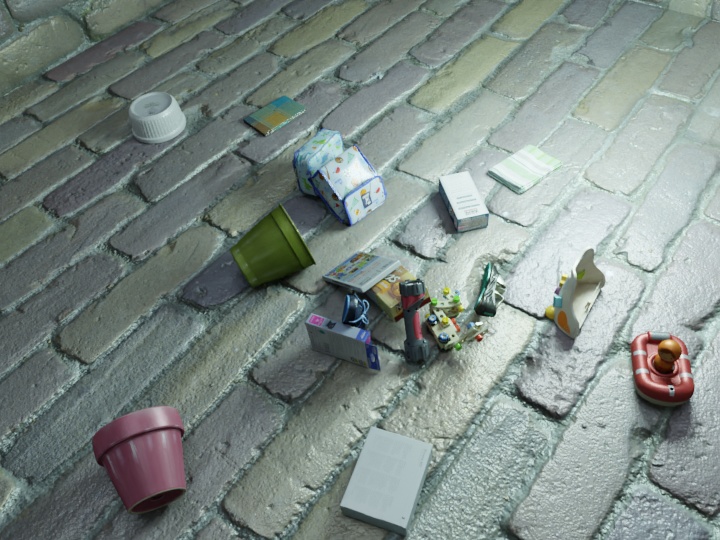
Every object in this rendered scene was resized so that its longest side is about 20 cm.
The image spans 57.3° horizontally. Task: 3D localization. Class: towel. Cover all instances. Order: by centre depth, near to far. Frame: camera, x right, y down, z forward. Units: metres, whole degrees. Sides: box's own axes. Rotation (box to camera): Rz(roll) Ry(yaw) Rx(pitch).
[{"bbox_3d":[0.529,-0.334,2.122,0.200,0.031,0.149,-33,54,-22],"label":"towel"},{"bbox_3d":[-0.315,-0.574,2.441,0.200,0.022,0.147,-38,54,-22],"label":"towel"}]

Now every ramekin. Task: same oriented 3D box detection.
[{"bbox_3d":[-0.754,-0.570,2.431,0.199,0.105,0.201,-3,48,3],"label":"ramekin"}]

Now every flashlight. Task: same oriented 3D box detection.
[{"bbox_3d":[0.141,0.123,1.655,0.068,0.201,0.068,0,15,42],"label":"flashlight"}]

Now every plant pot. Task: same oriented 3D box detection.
[{"bbox_3d":[-0.476,0.428,1.466,0.199,0.200,0.180,-21,65,-12],"label":"plant pot"},{"bbox_3d":[-0.258,-0.054,1.872,0.192,0.201,0.201,-31,51,-6],"label":"plant pot"}]

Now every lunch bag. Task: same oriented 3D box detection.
[{"bbox_3d":[-0.030,-0.258,2.034,0.170,0.124,0.200,-38,97,-25],"label":"lunch bag"},{"bbox_3d":[-0.132,-0.346,2.124,0.082,0.161,0.200,17,50,27],"label":"lunch bag"}]

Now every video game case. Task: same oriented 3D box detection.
[{"bbox_3d":[0.000,0.000,1.835,0.143,0.018,0.200,-36,28,-24],"label":"video game case"}]

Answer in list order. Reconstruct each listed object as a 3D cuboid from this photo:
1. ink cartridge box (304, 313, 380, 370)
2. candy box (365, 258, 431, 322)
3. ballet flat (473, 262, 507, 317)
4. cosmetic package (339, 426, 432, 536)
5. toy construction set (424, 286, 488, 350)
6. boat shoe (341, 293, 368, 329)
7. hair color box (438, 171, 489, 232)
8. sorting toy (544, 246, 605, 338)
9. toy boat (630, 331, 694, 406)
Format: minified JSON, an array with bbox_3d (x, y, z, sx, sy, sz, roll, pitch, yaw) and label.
[{"bbox_3d":[-0.038,0.182,1.667,0.199,0.120,0.042,18,54,21],"label":"ink cartridge box"},{"bbox_3d":[0.090,0.049,1.770,0.115,0.055,0.200,-28,32,-12],"label":"candy box"},{"bbox_3d":[0.352,0.058,1.770,0.068,0.068,0.200,23,44,3],"label":"ballet flat"},{"bbox_3d":[0.061,0.460,1.455,0.150,0.052,0.200,12,51,19],"label":"cosmetic package"},{"bbox_3d":[0.242,0.134,1.706,0.131,0.092,0.200,-21,39,-12],"label":"toy construction set"},{"bbox_3d":[-0.010,0.109,1.679,0.068,0.200,0.085,9,75,1],"label":"boat shoe"},{"bbox_3d":[0.313,-0.212,2.017,0.100,0.061,0.201,-12,48,-4],"label":"hair color box"},{"bbox_3d":[0.554,0.035,1.690,0.107,0.180,0.200,23,54,25],"label":"sorting toy"},{"bbox_3d":[0.714,0.213,1.545,0.130,0.131,0.201,3,49,10],"label":"toy boat"}]
